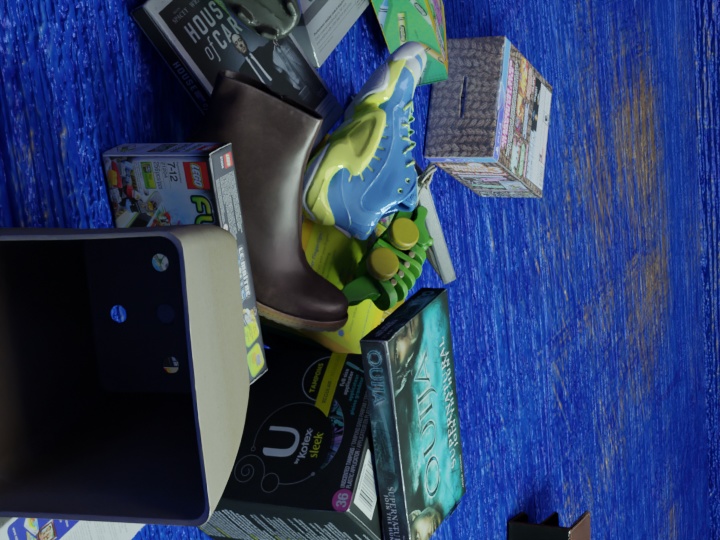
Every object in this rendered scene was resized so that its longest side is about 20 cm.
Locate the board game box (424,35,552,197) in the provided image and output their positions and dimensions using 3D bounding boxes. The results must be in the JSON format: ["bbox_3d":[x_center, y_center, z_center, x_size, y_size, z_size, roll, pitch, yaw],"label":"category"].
[{"bbox_3d":[0.173,-0.198,1.716,0.200,0.096,0.161,26,69,-61],"label":"board game box"}]

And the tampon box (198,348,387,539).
[{"bbox_3d":[-0.056,0.164,1.171,0.126,0.198,0.151,54,44,-50],"label":"tampon box"}]

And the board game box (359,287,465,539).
[{"bbox_3d":[0.049,0.131,1.128,0.135,0.028,0.202,-37,123,-59],"label":"board game box"}]

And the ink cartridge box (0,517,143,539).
[{"bbox_3d":[-0.234,0.201,1.003,0.200,0.037,0.096,-40,126,-53],"label":"ink cartridge box"}]

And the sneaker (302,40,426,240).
[{"bbox_3d":[0.024,-0.114,1.212,0.201,0.105,0.076,-55,-175,-12],"label":"sneaker"}]

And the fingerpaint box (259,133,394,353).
[{"bbox_3d":[-0.049,-0.021,1.253,0.166,0.073,0.202,32,61,-32],"label":"fingerpaint box"}]

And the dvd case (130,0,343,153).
[{"bbox_3d":[-0.105,-0.185,1.165,0.201,0.025,0.151,55,40,-19],"label":"dvd case"}]

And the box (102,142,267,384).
[{"bbox_3d":[-0.146,-0.006,1.082,0.035,0.109,0.202,-37,124,-56],"label":"box"}]

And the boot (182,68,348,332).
[{"bbox_3d":[-0.069,-0.055,1.095,0.167,0.199,0.072,-60,-179,22],"label":"boot"}]

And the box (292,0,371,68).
[{"bbox_3d":[-0.054,-0.331,1.318,0.156,0.041,0.201,-58,140,-46],"label":"box"}]

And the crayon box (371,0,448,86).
[{"bbox_3d":[0.049,-0.318,1.452,0.201,0.058,0.120,65,20,-51],"label":"crayon box"}]

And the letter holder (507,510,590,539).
[{"bbox_3d":[0.295,0.478,2.008,0.142,0.100,0.202,-8,99,-65],"label":"letter holder"}]

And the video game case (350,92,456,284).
[{"bbox_3d":[0.045,-0.093,1.418,0.200,0.019,0.144,-120,-172,-53],"label":"video game case"}]

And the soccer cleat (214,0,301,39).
[{"bbox_3d":[-0.132,-0.277,1.121,0.200,0.065,0.084,40,15,-28],"label":"soccer cleat"}]

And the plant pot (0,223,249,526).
[{"bbox_3d":[-0.177,0.055,0.951,0.177,0.198,0.202,-38,126,-70],"label":"plant pot"}]

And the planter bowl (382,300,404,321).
[{"bbox_3d":[0.000,0.000,1.401,0.200,0.083,0.203,-7,97,-62],"label":"planter bowl"}]

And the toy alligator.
[{"bbox_3d":[0.043,-0.023,1.236,0.054,0.059,0.201,38,56,-5],"label":"toy alligator"}]
